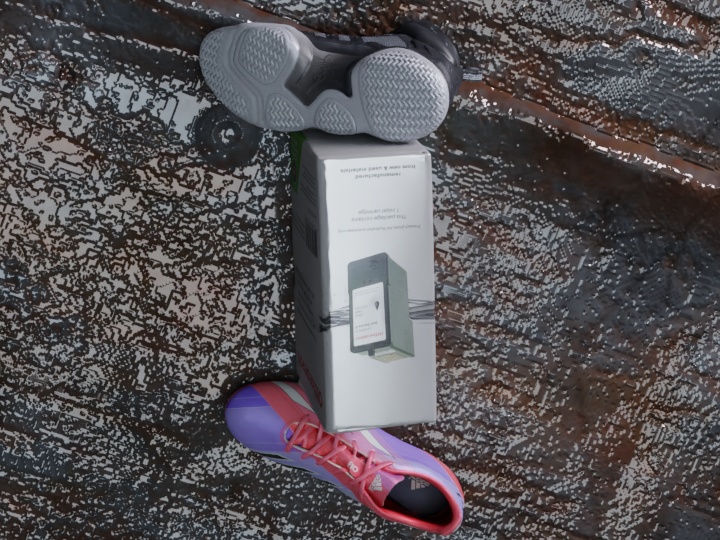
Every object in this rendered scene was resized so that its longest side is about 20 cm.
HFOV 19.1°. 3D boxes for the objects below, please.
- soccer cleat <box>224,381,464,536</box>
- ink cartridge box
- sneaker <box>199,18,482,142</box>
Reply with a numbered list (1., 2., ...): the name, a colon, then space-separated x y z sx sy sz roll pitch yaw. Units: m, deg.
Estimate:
1. soccer cleat: -0.009 0.143 1.625 0.200 0.076 0.067 27 98 -15
2. ink cartridge box: 0.000 0.000 1.554 0.084 0.146 0.201 -4 105 -9
3. sneaker: -0.011 -0.144 1.555 0.199 0.114 0.076 13 113 24
